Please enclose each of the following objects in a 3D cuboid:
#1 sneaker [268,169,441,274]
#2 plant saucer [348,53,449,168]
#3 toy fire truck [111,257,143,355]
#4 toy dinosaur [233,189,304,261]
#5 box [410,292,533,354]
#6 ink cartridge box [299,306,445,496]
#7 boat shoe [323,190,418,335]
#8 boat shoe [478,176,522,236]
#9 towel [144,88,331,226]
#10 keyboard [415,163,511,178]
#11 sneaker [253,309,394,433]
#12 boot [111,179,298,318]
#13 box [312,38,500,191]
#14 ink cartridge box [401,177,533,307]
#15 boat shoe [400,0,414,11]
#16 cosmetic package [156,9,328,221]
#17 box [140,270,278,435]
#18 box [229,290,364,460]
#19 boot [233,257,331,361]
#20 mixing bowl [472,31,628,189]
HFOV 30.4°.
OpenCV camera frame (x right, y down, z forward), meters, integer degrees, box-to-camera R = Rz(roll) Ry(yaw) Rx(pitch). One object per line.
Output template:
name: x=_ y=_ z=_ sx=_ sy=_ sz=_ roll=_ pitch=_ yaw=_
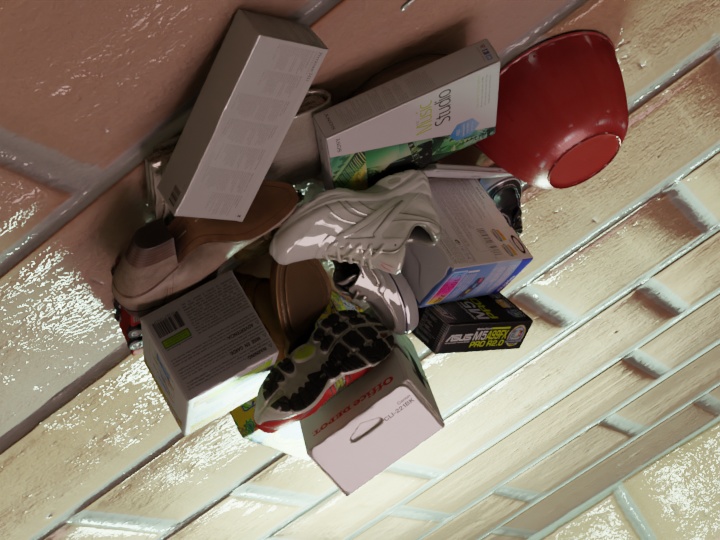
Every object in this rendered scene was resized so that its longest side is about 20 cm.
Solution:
sneaker: x=0.003 y=-0.037 z=1.394 sx=0.199 sy=0.100 sz=0.078 roll=-20 pitch=161 yaw=-21
plant saucer: x=0.050 y=-0.165 z=1.437 sx=0.199 sy=0.030 sz=0.200 roll=-22 pitch=153 yaw=-12
toy fire truck: x=-0.209 y=0.037 z=1.522 sx=0.140 sy=0.049 sz=0.200 roll=-20 pitch=151 yaw=-20
toy dinosaur: x=-0.117 y=-0.040 z=1.465 sx=0.199 sy=0.058 sz=0.101 roll=-7 pitch=148 yaw=-38
box: x=0.091 y=0.026 z=1.627 sx=0.160 sy=0.200 sz=0.044 roll=1 pitch=121 yaw=-44
ink cartridge box: x=0.003 y=0.146 z=1.551 sx=0.144 sy=0.200 sz=0.084 roll=-36 pitch=114 yaw=8
boat shoe: x=0.000 y=0.000 z=1.493 sx=0.066 sy=0.072 sz=0.201 roll=-40 pitch=122 yaw=-25
boat shoe: x=0.181 y=-0.058 z=1.717 sx=0.070 sy=0.066 sz=0.200 roll=-21 pitch=153 yaw=-15
towel: x=-0.125 y=-0.112 z=1.355 sx=0.199 sy=0.035 sz=0.133 roll=-21 pitch=154 yaw=-18
keyboard: x=0.112 y=-0.113 z=1.539 sx=0.056 sy=0.011 sz=0.200 roll=-9 pitch=177 yaw=33
sneaker: x=-0.047 y=0.112 z=1.465 sx=0.199 sy=0.077 sz=0.085 roll=-30 pitch=162 yaw=-38
boot: x=-0.164 y=-0.017 z=1.376 sx=0.199 sy=0.071 sz=0.146 roll=-17 pitch=154 yaw=-16
box: x=0.051 y=-0.152 z=1.387 sx=0.199 sy=0.036 sz=0.145 roll=-24 pitch=155 yaw=-7
ink cartridge box: x=0.115 y=-0.039 z=1.589 sx=0.199 sy=0.137 sz=0.076 roll=-9 pitch=149 yaw=-48
boat shoe: x=0.041 y=-0.276 z=1.181 sx=0.199 sy=0.068 sz=0.074 roll=-1 pitch=143 yaw=-44
cosmetic package: x=-0.113 y=-0.141 z=1.244 sx=0.082 sy=0.051 sz=0.201 roll=6 pitch=125 yaw=-40
box: x=-0.166 y=0.094 z=1.438 sx=0.112 sy=0.102 sz=0.200 roll=-28 pitch=169 yaw=-16
box: x=-0.062 y=0.140 z=1.774 sx=0.192 sy=0.122 sz=0.200 roll=-35 pitch=154 yaw=11
boot: x=-0.102 y=0.030 z=1.519 sx=0.073 sy=0.154 sz=0.201 roll=-32 pitch=134 yaw=-26
mixing bowl: x=0.233 y=-0.166 z=1.528 sx=0.199 sy=0.109 sz=0.200 roll=-23 pitch=154 yaw=-12
